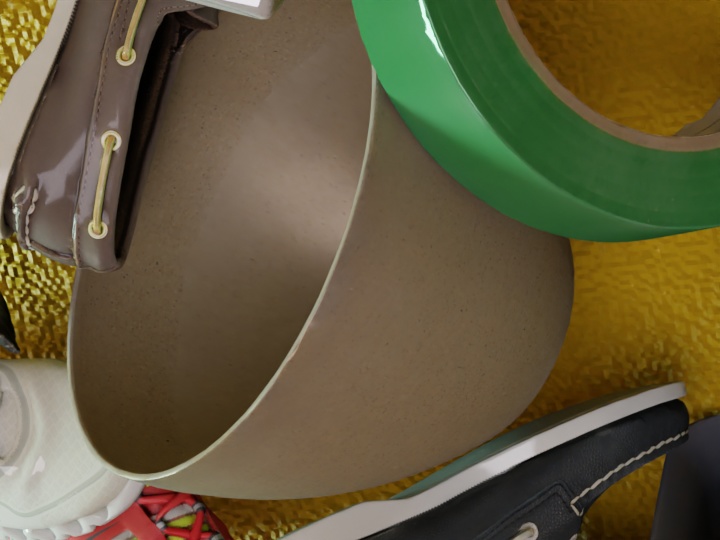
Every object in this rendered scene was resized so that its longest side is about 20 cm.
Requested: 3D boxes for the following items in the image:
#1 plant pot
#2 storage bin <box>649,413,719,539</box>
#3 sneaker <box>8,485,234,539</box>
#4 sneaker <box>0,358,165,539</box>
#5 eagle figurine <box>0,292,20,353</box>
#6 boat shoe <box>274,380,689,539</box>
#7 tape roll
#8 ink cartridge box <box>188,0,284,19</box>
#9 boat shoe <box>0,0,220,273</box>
[{"bbox_3d":[0.000,0.000,1.016,0.134,0.201,0.201,22,119,-29],"label":"plant pot"},{"bbox_3d":[0.213,0.152,1.047,0.199,0.146,0.135,2,122,13],"label":"storage bin"},{"bbox_3d":[-0.081,0.111,1.098,0.199,0.077,0.085,19,107,35],"label":"sneaker"},{"bbox_3d":[-0.169,0.064,1.093,0.199,0.081,0.076,-1,73,31],"label":"sneaker"},{"bbox_3d":[-0.200,-0.055,1.055,0.150,0.152,0.201,-8,125,-27],"label":"eagle figurine"},{"bbox_3d":[0.043,0.100,1.037,0.199,0.076,0.061,-23,87,-13],"label":"boat shoe"},{"bbox_3d":[0.092,-0.111,0.937,0.201,0.200,0.048,58,153,-12],"label":"tape roll"},{"bbox_3d":[-0.012,-0.197,0.915,0.045,0.200,0.177,14,114,7],"label":"ink cartridge box"},{"bbox_3d":[-0.080,-0.098,1.018,0.059,0.072,0.201,22,86,7],"label":"boat shoe"}]
